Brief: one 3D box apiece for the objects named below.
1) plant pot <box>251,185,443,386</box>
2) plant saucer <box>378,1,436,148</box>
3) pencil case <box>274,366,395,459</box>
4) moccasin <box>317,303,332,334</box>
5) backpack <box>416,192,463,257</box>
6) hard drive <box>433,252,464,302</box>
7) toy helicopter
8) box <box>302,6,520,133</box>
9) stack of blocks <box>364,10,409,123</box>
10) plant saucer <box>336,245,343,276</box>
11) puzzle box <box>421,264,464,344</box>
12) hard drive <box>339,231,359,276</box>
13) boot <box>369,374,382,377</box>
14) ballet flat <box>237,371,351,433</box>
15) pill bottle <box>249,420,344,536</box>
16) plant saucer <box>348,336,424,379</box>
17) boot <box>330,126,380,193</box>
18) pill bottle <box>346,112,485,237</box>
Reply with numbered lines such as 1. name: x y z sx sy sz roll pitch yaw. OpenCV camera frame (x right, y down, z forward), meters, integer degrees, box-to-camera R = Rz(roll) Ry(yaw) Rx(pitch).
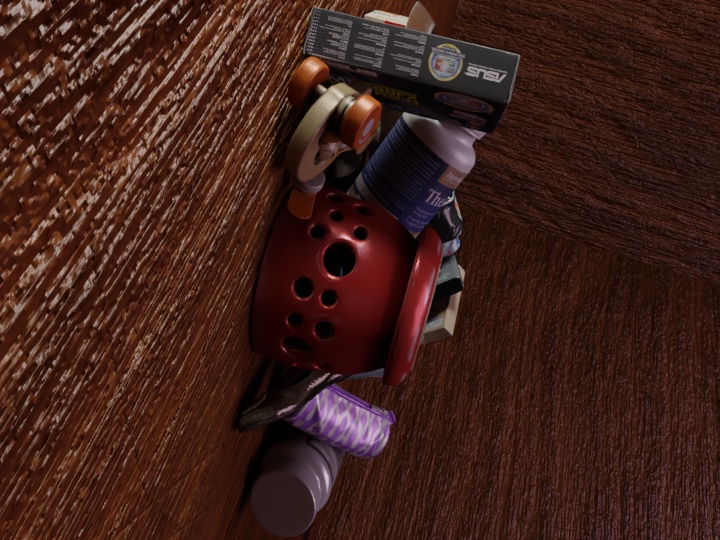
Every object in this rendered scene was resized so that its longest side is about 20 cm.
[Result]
1. plant pot: -0.009 0.023 0.680 0.200 0.176 0.207 17 90 -86
2. plant saucer: 0.068 -0.257 0.825 0.200 0.033 0.207 16 89 -84
3. pencil case: -0.034 0.202 0.854 0.085 0.198 0.085 -37 -137 19
4. moccasin: -0.052 0.079 0.870 0.201 0.075 0.076 -26 132 -82
5. backpack: 0.077 -0.104 1.019 0.203 0.172 0.153 -107 175 -47
6. hard drive: 0.100 -0.007 1.045 0.202 0.136 0.033 -92 157 -58
7. toy helicopter: -0.024 -0.129 0.613 0.135 0.078 0.200 -59 172 21
8. box: 0.053 -0.196 0.609 0.160 0.193 0.046 -28 134 -82
9. stack of blocks: 0.023 -0.273 0.799 0.201 0.057 0.119 -64 167 -61
10. plant saucer: -0.039 0.014 1.075 0.200 0.026 0.207 15 89 -84
11. puzzle box: 0.092 0.073 1.060 0.197 0.025 0.136 -24 -143 42
12. hard drive: 0.000 0.000 0.895 0.202 0.041 0.139 91 -14 -60
13. boot: -0.001 0.146 1.038 0.090 0.192 0.076 -50 132 -83
14. ballet flat: -0.070 0.135 0.721 0.197 0.048 0.067 -24 178 -42
15. pill bottle: -0.087 0.285 0.884 0.200 0.110 0.118 -52 157 -74
16. plant saucer: 0.001 0.128 0.896 0.201 0.193 0.040 -34 116 -81
17. boot: 0.003 -0.181 0.871 0.201 0.062 0.193 73 30 -70
18. pill bottle: 0.075 -0.135 0.757 0.201 0.110 0.111 -51 -176 24
